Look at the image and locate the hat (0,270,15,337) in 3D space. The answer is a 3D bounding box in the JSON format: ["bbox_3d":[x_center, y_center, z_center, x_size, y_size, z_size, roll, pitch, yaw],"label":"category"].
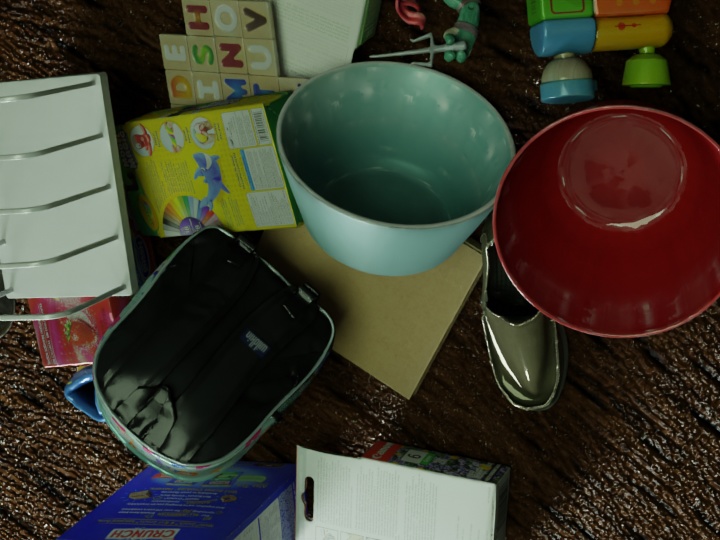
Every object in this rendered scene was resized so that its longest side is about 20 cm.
[{"bbox_3d":[-0.443,-0.005,1.491,0.199,0.081,0.202,6,106,22],"label":"hat"}]

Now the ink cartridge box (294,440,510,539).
[{"bbox_3d":[0.038,0.223,1.374,0.199,0.050,0.110,9,108,21],"label":"ink cartridge box"}]

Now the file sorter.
[{"bbox_3d":[-0.298,-0.061,1.282,0.138,0.124,0.202,-1,103,23],"label":"file sorter"}]

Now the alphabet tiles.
[{"bbox_3d":[-0.109,-0.146,1.320,0.166,0.008,0.202,9,117,33],"label":"alphabet tiles"}]

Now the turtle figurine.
[{"bbox_3d":[0.081,-0.260,1.193,0.199,0.101,0.150,-21,114,9],"label":"turtle figurine"}]

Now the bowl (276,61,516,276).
[{"bbox_3d":[0.024,-0.074,1.234,0.200,0.201,0.105,26,140,14],"label":"bowl"}]

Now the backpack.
[{"bbox_3d":[-0.142,0.085,1.314,0.177,0.200,0.151,39,157,3],"label":"backpack"}]

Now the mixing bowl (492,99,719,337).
[{"bbox_3d":[0.209,-0.060,1.178,0.198,0.109,0.202,5,119,8],"label":"mixing bowl"}]

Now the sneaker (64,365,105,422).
[{"bbox_3d":[-0.197,0.123,1.412,0.198,0.105,0.076,2,106,22],"label":"sneaker"}]

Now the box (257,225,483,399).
[{"bbox_3d":[0.000,0.000,1.341,0.199,0.021,0.164,32,114,11],"label":"box"}]

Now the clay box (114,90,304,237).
[{"bbox_3d":[-0.135,-0.094,1.329,0.199,0.048,0.116,-2,111,38],"label":"clay box"}]

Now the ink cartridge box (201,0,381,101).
[{"bbox_3d":[-0.059,-0.226,1.291,0.145,0.048,0.201,24,126,15],"label":"ink cartridge box"}]

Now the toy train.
[{"bbox_3d":[0.225,-0.193,1.130,0.198,0.085,0.117,-5,93,-9],"label":"toy train"}]

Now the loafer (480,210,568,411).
[{"bbox_3d":[0.132,0.038,1.263,0.075,0.070,0.201,-3,113,23],"label":"loafer"}]

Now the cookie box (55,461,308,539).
[{"bbox_3d":[-0.164,0.249,1.380,0.170,0.200,0.076,-1,104,23],"label":"cookie box"}]

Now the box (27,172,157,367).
[{"bbox_3d":[-0.263,-0.017,1.402,0.095,0.100,0.202,-7,102,24],"label":"box"}]
